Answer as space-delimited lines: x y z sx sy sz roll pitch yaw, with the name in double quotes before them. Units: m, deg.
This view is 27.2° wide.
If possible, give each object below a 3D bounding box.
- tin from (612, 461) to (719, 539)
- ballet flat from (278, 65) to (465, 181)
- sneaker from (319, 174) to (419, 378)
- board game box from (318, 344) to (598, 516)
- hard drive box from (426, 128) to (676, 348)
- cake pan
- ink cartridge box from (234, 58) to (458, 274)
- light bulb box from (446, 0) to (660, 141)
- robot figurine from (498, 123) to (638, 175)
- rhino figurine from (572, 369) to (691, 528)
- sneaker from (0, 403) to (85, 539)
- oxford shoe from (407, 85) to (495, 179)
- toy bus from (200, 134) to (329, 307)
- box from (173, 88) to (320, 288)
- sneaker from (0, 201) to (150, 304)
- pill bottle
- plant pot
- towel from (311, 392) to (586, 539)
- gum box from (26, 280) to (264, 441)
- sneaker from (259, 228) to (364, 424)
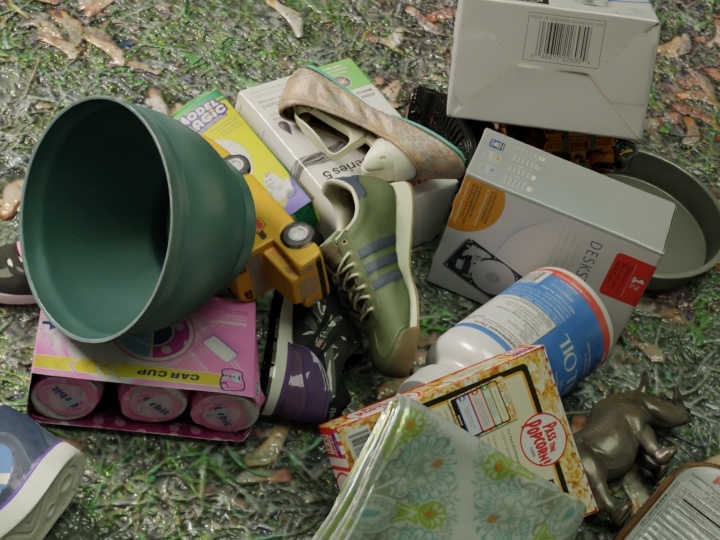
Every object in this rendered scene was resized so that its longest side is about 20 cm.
"tin" 0.290 0.246 1.313 0.112 0.042 0.200 40 49 15
"ballet flat" 0.005 -0.125 1.446 0.200 0.068 0.067 30 67 17
"sneaker" 0.000 0.000 1.358 0.090 0.067 0.201 12 60 -22
"board game box" 0.083 0.166 1.241 0.200 0.046 0.152 -19 93 -19
"hard drive box" 0.183 -0.027 1.453 0.200 0.156 0.077 22 46 5
"cake pan" 0.294 -0.055 1.595 0.200 0.037 0.201 9 46 -9
"ink cartridge box" -0.019 -0.108 1.516 0.145 0.084 0.200 -22 58 -32
"light bulb box" 0.192 -0.227 1.522 0.198 0.125 0.200 8 22 1
"robot figurine" 0.213 -0.149 1.594 0.145 0.058 0.200 -5 23 -6
"rhino figurine" 0.245 0.155 1.368 0.087 0.060 0.200 35 46 18
"sneaker" -0.326 0.183 1.162 0.146 0.081 0.200 23 48 17
"oxford shoe" 0.109 -0.145 1.564 0.084 0.073 0.200 12 22 -14
"toy bus" -0.110 -0.041 1.349 0.078 0.065 0.200 -31 54 -18
"box" -0.143 -0.092 1.460 0.117 0.048 0.200 -36 60 -8
"sneaker" -0.265 -0.032 1.360 0.200 0.099 0.071 -12 54 -24
"pill bottle" 0.130 0.087 1.358 0.200 0.112 0.112 -33 64 -34
"plant pot" -0.174 -0.040 1.255 0.134 0.200 0.200 1 43 -47
"towel" 0.067 0.215 1.182 0.200 0.048 0.171 33 77 -14
"gum box" -0.183 0.079 1.301 0.199 0.066 0.114 7 43 -10
"sneaker" -0.039 0.055 1.374 0.087 0.076 0.200 14 55 -9
